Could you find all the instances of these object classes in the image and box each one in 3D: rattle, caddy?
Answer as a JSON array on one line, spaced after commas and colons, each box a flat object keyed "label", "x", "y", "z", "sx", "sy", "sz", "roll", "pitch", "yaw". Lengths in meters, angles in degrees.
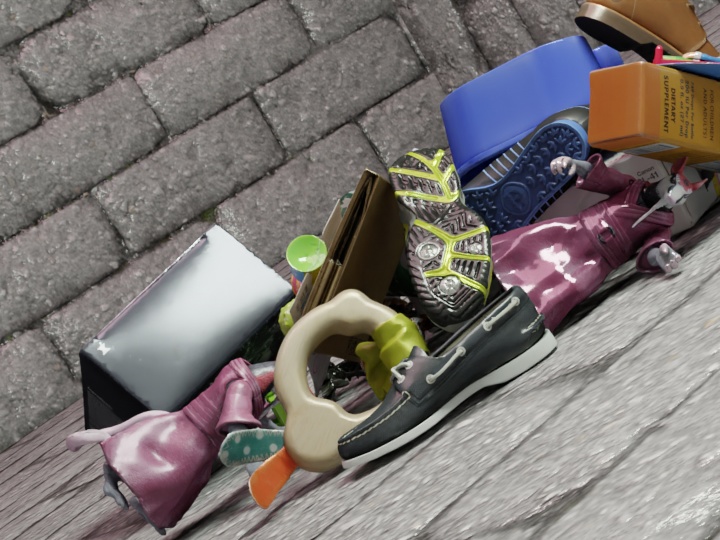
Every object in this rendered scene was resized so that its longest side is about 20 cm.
[{"label": "rattle", "x": -0.031, "y": 0.124, "z": 1.571, "sx": 0.200, "sy": 0.130, "sz": 0.143, "roll": -58, "pitch": 3, "yaw": -15}, {"label": "caddy", "x": 0.172, "y": -0.134, "z": 1.748, "sx": 0.199, "sy": 0.105, "sz": 0.141, "roll": -25, "pitch": -15, "yaw": 31}]

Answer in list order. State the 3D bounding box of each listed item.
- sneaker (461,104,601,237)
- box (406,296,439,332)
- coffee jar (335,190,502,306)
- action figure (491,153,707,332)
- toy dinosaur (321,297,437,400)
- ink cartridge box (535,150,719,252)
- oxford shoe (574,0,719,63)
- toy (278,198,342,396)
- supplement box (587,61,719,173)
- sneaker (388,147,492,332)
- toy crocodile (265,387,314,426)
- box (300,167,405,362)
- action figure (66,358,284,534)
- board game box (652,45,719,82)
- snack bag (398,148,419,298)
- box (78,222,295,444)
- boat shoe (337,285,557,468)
[{"label": "sneaker", "x": 0.145, "y": -0.075, "z": 1.665, "sx": 0.200, "sy": 0.070, "sz": 0.078, "roll": -39, "pitch": -3, "yaw": 38}, {"label": "box", "x": 0.135, "y": -0.041, "z": 1.966, "sx": 0.152, "sy": 0.107, "sz": 0.200, "roll": -29, "pitch": 6, "yaw": 28}, {"label": "coffee jar", "x": 0.067, "y": -0.018, "z": 1.817, "sx": 0.199, "sy": 0.105, "sz": 0.085, "roll": 9, "pitch": -4, "yaw": 39}, {"label": "action figure", "x": 0.206, "y": -0.021, "z": 1.572, "sx": 0.200, "sy": 0.134, "sz": 0.149, "roll": -31, "pitch": -22, "yaw": 7}, {"label": "toy dinosaur", "x": 0.015, "y": 0.069, "z": 1.875, "sx": 0.135, "sy": 0.103, "sz": 0.200, "roll": -16, "pitch": -14, "yaw": -2}, {"label": "ink cartridge box", "x": 0.261, "y": -0.081, "z": 1.745, "sx": 0.147, "sy": 0.086, "sz": 0.200, "roll": -27, "pitch": 8, "yaw": 34}, {"label": "oxford shoe", "x": 0.293, "y": -0.212, "z": 1.705, "sx": 0.072, "sy": 0.199, "sz": 0.071, "roll": -65, "pitch": 21, "yaw": -10}, {"label": "toy", "x": -0.046, "y": 0.024, "z": 1.705, "sx": 0.200, "sy": 0.047, "sz": 0.116, "roll": 85, "pitch": -155, "yaw": -65}, {"label": "supplement box", "x": 0.283, "y": -0.125, "z": 1.582, "sx": 0.199, "sy": 0.067, "sz": 0.069, "roll": 8, "pitch": -10, "yaw": -39}, {"label": "sneaker", "x": 0.076, "y": -0.018, "z": 1.593, "sx": 0.075, "sy": 0.077, "sz": 0.200, "roll": -15, "pitch": 44, "yaw": 6}, {"label": "toy crocodile", "x": -0.070, "y": 0.123, "z": 1.813, "sx": 0.062, "sy": 0.068, "sz": 0.200, "roll": -31, "pitch": 5, "yaw": -5}, {"label": "box", "x": 0.000, "y": 0.000, "z": 1.687, "sx": 0.200, "sy": 0.021, "sz": 0.164, "roll": 25, "pitch": -93, "yaw": -76}, {"label": "action figure", "x": -0.134, "y": 0.133, "z": 1.644, "sx": 0.200, "sy": 0.149, "sz": 0.134, "roll": -45, "pitch": -1, "yaw": -2}, {"label": "board game box", "x": 0.305, "y": -0.174, "z": 1.618, "sx": 0.199, "sy": 0.039, "sz": 0.158, "roll": 9, "pitch": -7, "yaw": -38}, {"label": "snack bag", "x": 0.043, "y": -0.032, "z": 2.042, "sx": 0.200, "sy": 0.021, "sz": 0.189, "roll": 59, "pitch": -127, "yaw": -77}, {"label": "box", "x": -0.173, "y": 0.092, "z": 1.886, "sx": 0.197, "sy": 0.117, "sz": 0.200, "roll": -45, "pitch": -16, "yaw": -24}, {"label": "boat shoe", "x": 0.059, "y": 0.084, "z": 1.483, "sx": 0.200, "sy": 0.060, "sz": 0.076, "roll": -32, "pitch": 5, "yaw": -15}]
